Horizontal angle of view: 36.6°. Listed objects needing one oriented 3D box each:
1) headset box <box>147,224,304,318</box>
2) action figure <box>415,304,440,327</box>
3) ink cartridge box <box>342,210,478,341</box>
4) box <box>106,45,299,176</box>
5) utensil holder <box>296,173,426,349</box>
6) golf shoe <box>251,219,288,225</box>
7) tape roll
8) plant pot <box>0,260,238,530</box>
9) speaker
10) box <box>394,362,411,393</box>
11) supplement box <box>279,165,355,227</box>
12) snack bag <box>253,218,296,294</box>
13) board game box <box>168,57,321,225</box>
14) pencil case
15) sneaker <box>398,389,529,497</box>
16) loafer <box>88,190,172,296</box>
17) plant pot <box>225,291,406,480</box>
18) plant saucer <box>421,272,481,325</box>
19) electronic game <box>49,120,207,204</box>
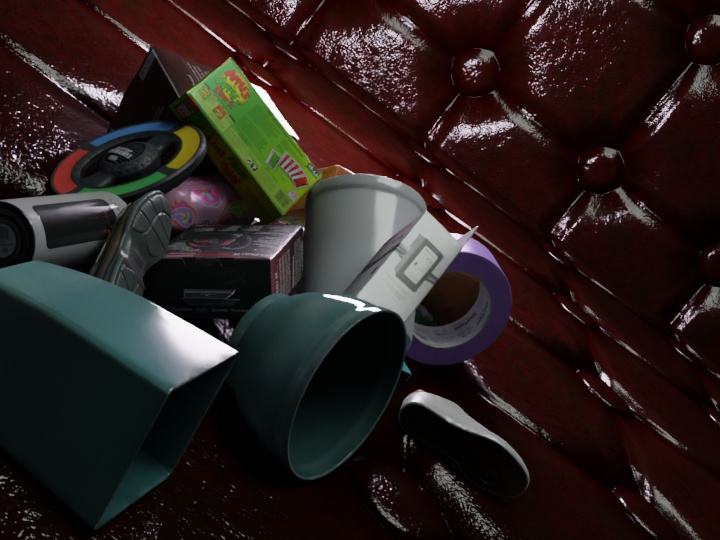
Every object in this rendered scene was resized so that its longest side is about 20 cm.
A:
[{"bbox_3d":[-0.158,0.001,1.293,0.148,0.075,0.200,1,14,8],"label":"headset box"},{"bbox_3d":[0.057,0.045,1.755,0.200,0.055,0.118,40,-20,-25],"label":"action figure"},{"bbox_3d":[0.045,0.006,1.309,0.068,0.116,0.200,44,57,-6],"label":"ink cartridge box"},{"bbox_3d":[-0.230,-0.188,1.564,0.200,0.166,0.164,15,28,-37],"label":"box"},{"bbox_3d":[0.000,0.000,1.454,0.170,0.170,0.201,26,58,-36],"label":"utensil holder"},{"bbox_3d":[-0.083,-0.003,1.547,0.200,0.072,0.092,18,56,-47],"label":"golf shoe"},{"bbox_3d":[0.129,0.046,1.677,0.200,0.200,0.066,31,18,-24],"label":"tape roll"},{"bbox_3d":[-0.239,0.085,0.923,0.200,0.142,0.141,34,16,9],"label":"plant pot"},{"bbox_3d":[-0.325,-0.041,1.167,0.081,0.081,0.200,41,16,9],"label":"speaker"},{"bbox_3d":[-0.038,0.111,1.362,0.200,0.082,0.049,28,20,-33],"label":"box"},{"bbox_3d":[-0.075,-0.104,1.611,0.066,0.069,0.200,24,-15,-32],"label":"supplement box"},{"bbox_3d":[-0.121,-0.017,1.624,0.188,0.021,0.200,37,20,0],"label":"snack bag"},{"bbox_3d":[-0.150,-0.170,1.441,0.200,0.048,0.102,52,47,-14],"label":"board game box"},{"bbox_3d":[-0.219,-0.090,1.432,0.200,0.088,0.087,-12,50,-48],"label":"pencil case"},{"bbox_3d":[0.146,0.223,1.469,0.200,0.073,0.085,37,19,-1],"label":"sneaker"},{"bbox_3d":[-0.260,-0.018,1.176,0.200,0.063,0.072,-78,153,-51],"label":"loafer"},{"bbox_3d":[-0.062,0.104,1.175,0.134,0.201,0.200,28,11,27],"label":"plant pot"},{"bbox_3d":[0.148,0.043,1.786,0.200,0.200,0.032,34,52,-15],"label":"plant saucer"},{"bbox_3d":[-0.287,-0.133,1.346,0.200,0.199,0.042,-115,-171,-56],"label":"electronic game"}]
